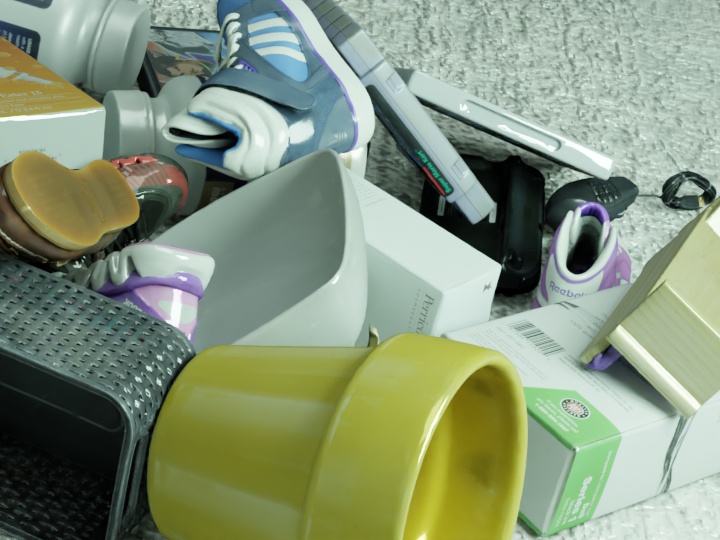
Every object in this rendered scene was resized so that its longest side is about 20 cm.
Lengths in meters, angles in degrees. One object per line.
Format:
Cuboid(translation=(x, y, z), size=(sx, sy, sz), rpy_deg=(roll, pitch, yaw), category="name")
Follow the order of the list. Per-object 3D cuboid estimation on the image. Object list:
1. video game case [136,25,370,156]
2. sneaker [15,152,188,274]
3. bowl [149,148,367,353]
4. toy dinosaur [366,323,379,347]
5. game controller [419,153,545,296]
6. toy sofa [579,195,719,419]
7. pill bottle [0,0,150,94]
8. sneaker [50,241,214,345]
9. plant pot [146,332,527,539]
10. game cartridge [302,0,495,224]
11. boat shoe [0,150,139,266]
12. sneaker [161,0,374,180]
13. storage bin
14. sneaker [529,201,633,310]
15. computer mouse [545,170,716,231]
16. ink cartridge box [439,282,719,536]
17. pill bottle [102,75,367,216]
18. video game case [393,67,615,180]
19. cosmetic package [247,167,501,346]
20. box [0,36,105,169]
Cuboid(translation=(-0.102, -0.157, 1.904), size=(0.180, 0.026, 0.200), rpy_deg=(1, 33, -19), category="video game case")
Cuboid(translation=(-0.201, -0.018, 1.561), size=(0.200, 0.071, 0.098), rpy_deg=(-27, 42, -23), category="sneaker")
Cuboid(translation=(-0.077, 0.024, 1.514), size=(0.199, 0.075, 0.200), rpy_deg=(-27, 29, 14), category="bowl")
Cuboid(translation=(0.013, 0.096, 1.459), size=(0.047, 0.200, 0.088), rpy_deg=(-42, 86, -17), category="toy dinosaur")
Cuboid(translation=(0.100, -0.041, 1.795), size=(0.104, 0.042, 0.200), rpy_deg=(1, 30, 6), category="game controller")
Cuboid(translation=(0.240, 0.027, 1.544), size=(0.083, 0.098, 0.200), rpy_deg=(44, 33, 0), category="toy sofa")
Cuboid(translation=(-0.285, -0.212, 1.840), size=(0.199, 0.111, 0.111), rpy_deg=(17, 31, 5), category="pill bottle")
Cuboid(translation=(-0.178, 0.046, 1.443), size=(0.080, 0.200, 0.089), rpy_deg=(12, 68, -44), category="sneaker")
Cuboid(translation=(-0.020, 0.128, 1.329), size=(0.188, 0.202, 0.201), rpy_deg=(12, 29, 23), category="plant pot")
Cuboid(translation=(0.026, -0.131, 1.733), size=(0.038, 0.200, 0.130), rpy_deg=(-37, 30, 4), category="game cartridge")
Cuboid(translation=(-0.206, -0.033, 1.413), size=(0.071, 0.070, 0.200), rpy_deg=(64, 12, 6), category="boat shoe")
Cuboid(translation=(-0.097, -0.144, 1.632), size=(0.146, 0.081, 0.200), rpy_deg=(-17, 49, -31), category="sneaker")
Cuboid(translation=(-0.217, 0.080, 1.369), size=(0.199, 0.136, 0.094), rpy_deg=(21, 32, 13), category="storage bin")
Cuboid(translation=(0.184, -0.013, 1.702), size=(0.072, 0.115, 0.201), rpy_deg=(16, 30, 7), category="sneaker")
Cuboid(translation=(0.236, -0.054, 1.852), size=(0.199, 0.059, 0.034), rpy_deg=(-7, 52, -37), category="computer mouse")
Cuboid(translation=(0.166, 0.094, 1.547), size=(0.199, 0.085, 0.146), rpy_deg=(-12, 40, -38), category="ink cartridge box")
Cuboid(translation=(-0.104, -0.098, 1.725), size=(0.199, 0.111, 0.111), rpy_deg=(1, 33, -19), category="pill bottle")
Cuboid(translation=(0.114, -0.127, 1.832), size=(0.181, 0.024, 0.200), rpy_deg=(23, 4, -6), category="video game case")
Cuboid(translation=(0.000, 0.000, 1.619), size=(0.200, 0.102, 0.071), rpy_deg=(33, 35, 30), category="cosmetic package")
Cuboid(translation=(-0.296, -0.106, 1.645), size=(0.124, 0.098, 0.200), rpy_deg=(-10, 28, -35), category="box")
